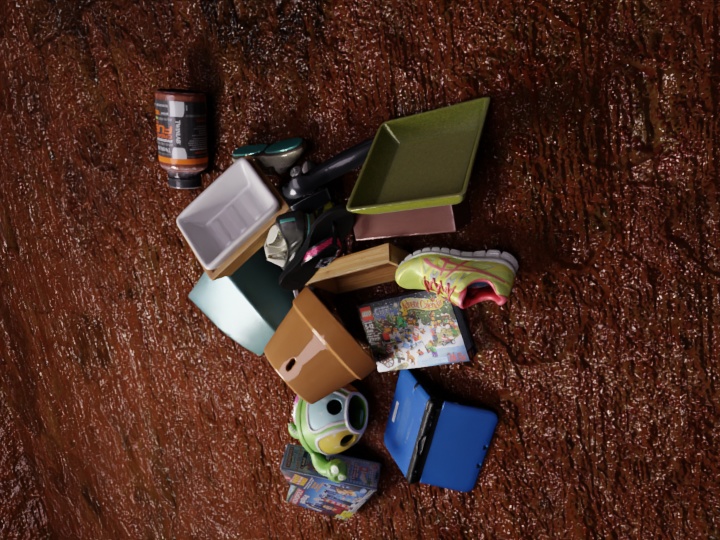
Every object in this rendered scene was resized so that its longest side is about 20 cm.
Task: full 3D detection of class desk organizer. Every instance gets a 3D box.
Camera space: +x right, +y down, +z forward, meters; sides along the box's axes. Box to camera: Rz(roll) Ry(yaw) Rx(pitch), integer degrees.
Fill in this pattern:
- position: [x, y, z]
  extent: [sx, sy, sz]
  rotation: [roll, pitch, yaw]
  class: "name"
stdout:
- position: [0.079, -0.103, 0.870]
  extent: [0.199, 0.072, 0.078]
  rotation: [-3, 106, 35]
  class: "desk organizer"

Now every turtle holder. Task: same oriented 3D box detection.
- position: [-0.060, 0.307, 1.033]
  extent: [0.131, 0.186, 0.141]
  rotation: [-18, 120, 36]
  class: "turtle holder"

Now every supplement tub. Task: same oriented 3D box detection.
- position: [-0.381, -0.282, 1.107]
  extent: [0.106, 0.107, 0.202]
  rotation: [16, 113, 30]
  class: "supplement tub"

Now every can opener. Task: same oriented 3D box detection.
- position: [-0.050, -0.176, 0.908]
  extent: [0.199, 0.064, 0.079]
  rotation: [-32, 123, 8]
  class: "can opener"

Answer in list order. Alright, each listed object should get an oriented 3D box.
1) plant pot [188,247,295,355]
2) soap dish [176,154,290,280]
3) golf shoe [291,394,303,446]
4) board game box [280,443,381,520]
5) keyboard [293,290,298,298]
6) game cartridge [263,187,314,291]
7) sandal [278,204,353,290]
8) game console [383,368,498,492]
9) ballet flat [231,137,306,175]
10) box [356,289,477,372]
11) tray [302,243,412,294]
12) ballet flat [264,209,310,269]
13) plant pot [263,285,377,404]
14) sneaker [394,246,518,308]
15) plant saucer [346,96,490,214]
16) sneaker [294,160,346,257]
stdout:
- position: [-0.230, 0.066, 1.101]
  extent: [0.200, 0.141, 0.141]
  rotation: [48, 126, 4]
  class: "plant pot"
- position: [-0.238, -0.099, 0.983]
  extent: [0.200, 0.081, 0.158]
  rotation: [-42, 66, 6]
  class: "soap dish"
- position: [-0.091, 0.354, 1.143]
  extent: [0.091, 0.075, 0.202]
  rotation: [-2, 112, 26]
  class: "golf shoe"
- position: [-0.085, 0.452, 1.113]
  extent: [0.198, 0.062, 0.201]
  rotation: [22, 133, -7]
  class: "board game box"
- position: [-0.117, 0.116, 1.070]
  extent: [0.056, 0.011, 0.202]
  rotation: [-125, 22, -64]
  class: "keyboard"
- position: [-0.137, -0.066, 1.054]
  extent: [0.200, 0.041, 0.133]
  rotation: [47, 121, 13]
  class: "game cartridge"
- position: [-0.071, -0.028, 0.896]
  extent: [0.200, 0.075, 0.045]
  rotation: [-52, 47, 24]
  class: "sandal"
- position: [0.145, 0.303, 0.989]
  extent: [0.171, 0.117, 0.202]
  rotation: [47, 132, 52]
  class: "game console"
- position: [-0.173, -0.221, 1.021]
  extent: [0.199, 0.068, 0.063]
  rotation: [6, 132, 38]
  class: "ballet flat"
- position: [0.099, 0.107, 0.944]
  extent: [0.199, 0.038, 0.138]
  rotation: [-16, 96, 37]
  class: "box"
- position: [0.000, 0.000, 0.939]
  extent: [0.199, 0.098, 0.037]
  rotation: [-16, 67, 36]
  class: "tray"
- position: [-0.141, -0.052, 0.950]
  extent: [0.200, 0.068, 0.069]
  rotation: [116, 144, -60]
  class: "ballet flat"
- position: [-0.084, 0.148, 0.958]
  extent: [0.140, 0.200, 0.200]
  rotation: [-41, 78, -5]
  class: "plant pot"
- position: [0.146, 0.017, 0.818]
  extent: [0.198, 0.091, 0.078]
  rotation: [-3, 143, 23]
  class: "sneaker"
- position: [0.096, -0.163, 0.794]
  extent: [0.198, 0.201, 0.048]
  rotation: [-3, 143, 35]
  class: "plant saucer"
- position: [-0.076, -0.111, 0.981]
  extent: [0.074, 0.084, 0.202]
  rotation: [148, 116, -70]
  class: "sneaker"
